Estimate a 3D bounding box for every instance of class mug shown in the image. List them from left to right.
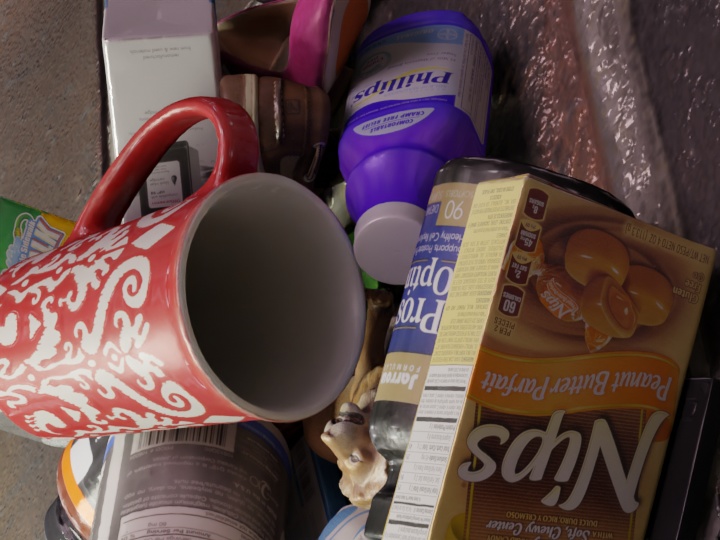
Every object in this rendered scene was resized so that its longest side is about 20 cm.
[{"bbox_3d":[-0.105,0.013,1.426,0.200,0.133,0.178,-14,46,45],"label":"mug"}]

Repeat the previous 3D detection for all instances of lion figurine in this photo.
[{"bbox_3d":[0.003,0.079,1.456,0.200,0.072,0.123,145,135,-77],"label":"lion figurine"}]

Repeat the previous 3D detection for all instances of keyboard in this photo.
[{"bbox_3d":[0.147,0.148,1.224,0.127,0.021,0.201,-6,68,64],"label":"keyboard"}]

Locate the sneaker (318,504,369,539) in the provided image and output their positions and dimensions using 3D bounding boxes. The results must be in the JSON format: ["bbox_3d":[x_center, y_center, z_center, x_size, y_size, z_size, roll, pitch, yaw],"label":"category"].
[{"bbox_3d":[-0.019,0.224,1.406,0.201,0.072,0.072,-68,19,1],"label":"sneaker"}]

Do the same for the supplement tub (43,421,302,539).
[{"bbox_3d":[-0.121,0.114,1.599,0.200,0.107,0.107,-49,36,31],"label":"supplement tub"}]

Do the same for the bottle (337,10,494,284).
[{"bbox_3d":[0.029,-0.070,1.448,0.083,0.065,0.200,-13,34,18],"label":"bottle"}]

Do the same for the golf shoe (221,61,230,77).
[{"bbox_3d":[-0.091,-0.073,1.659,0.092,0.072,0.201,-64,-39,-79],"label":"golf shoe"}]

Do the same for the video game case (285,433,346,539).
[{"bbox_3d":[-0.066,0.212,1.538,0.200,0.018,0.143,-51,35,29],"label":"video game case"}]

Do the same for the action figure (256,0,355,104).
[{"bbox_3d":[-0.040,-0.180,1.656,0.119,0.102,0.201,28,93,59],"label":"action figure"}]

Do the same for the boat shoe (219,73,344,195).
[{"bbox_3d":[-0.040,-0.059,1.518,0.202,0.074,0.075,84,-177,-76],"label":"boat shoe"}]

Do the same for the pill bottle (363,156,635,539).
[{"bbox_3d":[0.068,0.052,1.320,0.112,0.112,0.201,-1,71,59],"label":"pill bottle"}]

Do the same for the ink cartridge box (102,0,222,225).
[{"bbox_3d":[-0.113,-0.068,1.543,0.116,0.066,0.201,-99,5,-64],"label":"ink cartridge box"}]

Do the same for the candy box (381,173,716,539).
[{"bbox_3d":[0.091,0.067,1.237,0.055,0.115,0.201,-7,66,65],"label":"candy box"}]

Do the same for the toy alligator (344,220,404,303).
[{"bbox_3d":[0.000,0.000,1.533,0.200,0.059,0.054,-19,101,46],"label":"toy alligator"}]

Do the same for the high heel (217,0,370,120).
[{"bbox_3d":[-0.048,-0.146,1.511,0.068,0.096,0.200,-63,-3,-7],"label":"high heel"}]

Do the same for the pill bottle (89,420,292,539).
[{"bbox_3d":[-0.101,0.175,1.449,0.114,0.114,0.200,-46,25,35],"label":"pill bottle"}]

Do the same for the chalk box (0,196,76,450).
[{"bbox_3d":[-0.237,0.034,1.746,0.124,0.199,0.124,-21,54,52],"label":"chalk box"}]
